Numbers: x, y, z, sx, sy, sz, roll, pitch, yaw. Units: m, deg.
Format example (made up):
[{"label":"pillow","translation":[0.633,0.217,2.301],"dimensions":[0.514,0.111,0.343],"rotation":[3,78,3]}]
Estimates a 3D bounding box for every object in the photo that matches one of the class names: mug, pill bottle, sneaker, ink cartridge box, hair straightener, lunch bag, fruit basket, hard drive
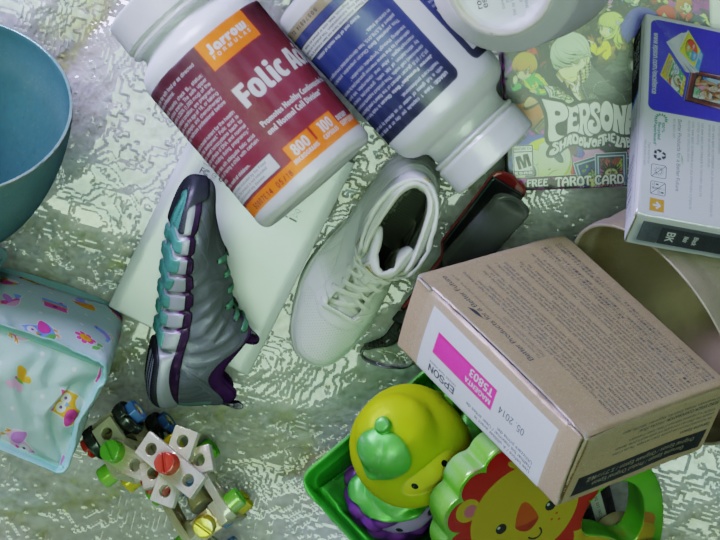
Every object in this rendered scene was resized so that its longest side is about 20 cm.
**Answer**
[{"label":"mug","translation":[0.102,-0.242,1.536],"dimensions":[0.186,0.153,0.150],"rotation":[32,113,2]},{"label":"pill bottle","translation":[0.040,-0.161,1.609],"dimensions":[0.111,0.111,0.200],"rotation":[-43,91,8]},{"label":"sneaker","translation":[-0.121,0.018,1.659],"dimensions":[0.087,0.074,0.201],"rotation":[6,111,-14]},{"label":"sneaker","translation":[0.000,0.000,1.649],"dimensions":[0.073,0.116,0.201],"rotation":[28,102,-6]},{"label":"ink cartridge box","translation":[0.153,0.071,1.553],"dimensions":[0.200,0.164,0.075],"rotation":[46,134,33]},{"label":"hair straightener","translation":[0.066,0.011,1.653],"dimensions":[0.041,0.077,0.200],"rotation":[35,113,-20]},{"label":"pill bottle","translation":[-0.097,-0.144,1.599],"dimensions":[0.114,0.114,0.200],"rotation":[-41,90,8]},{"label":"lunch bag","translation":[-0.302,0.058,1.636],"dimensions":[0.199,0.170,0.122],"rotation":[23,102,-6]},{"label":"fruit basket","translation":[0.058,0.149,1.634],"dimensions":[0.215,0.216,0.156],"rotation":[-41,98,8]},{"label":"hard drive","translation":[-0.107,-0.031,1.689],"dimensions":[0.131,0.027,0.201],"rotation":[26,100,-4]},{"label":"ink cartridge box","translation":[0.306,-0.094,1.564],"dimensions":[0.199,0.199,0.043],"rotation":[10,146,-3]}]

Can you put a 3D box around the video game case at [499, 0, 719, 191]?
[{"label":"video game case","translation":[0.212,-0.159,1.653],"dimensions":[0.199,0.036,0.182],"rotation":[-2,100,2]}]

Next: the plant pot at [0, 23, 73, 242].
[{"label":"plant pot","translation":[-0.330,-0.087,1.617],"dimensions":[0.199,0.201,0.135],"rotation":[10,139,-1]}]

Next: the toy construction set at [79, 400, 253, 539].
[{"label":"toy construction set","translation":[-0.156,0.171,1.659],"dimensions":[0.092,0.200,0.131],"rotation":[-33,68,-5]}]

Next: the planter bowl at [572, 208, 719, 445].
[{"label":"planter bowl","translation":[0.282,0.020,1.622],"dimensions":[0.134,0.200,0.201],"rotation":[-30,100,-21]}]

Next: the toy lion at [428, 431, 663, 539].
[{"label":"toy lion","translation":[0.149,0.193,1.608],"dimensions":[0.199,0.069,0.193],"rotation":[-17,123,-19]}]

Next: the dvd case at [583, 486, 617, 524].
[{"label":"dvd case","translation":[0.125,0.246,1.682],"dimensions":[0.199,0.016,0.149],"rotation":[-28,133,-9]}]
